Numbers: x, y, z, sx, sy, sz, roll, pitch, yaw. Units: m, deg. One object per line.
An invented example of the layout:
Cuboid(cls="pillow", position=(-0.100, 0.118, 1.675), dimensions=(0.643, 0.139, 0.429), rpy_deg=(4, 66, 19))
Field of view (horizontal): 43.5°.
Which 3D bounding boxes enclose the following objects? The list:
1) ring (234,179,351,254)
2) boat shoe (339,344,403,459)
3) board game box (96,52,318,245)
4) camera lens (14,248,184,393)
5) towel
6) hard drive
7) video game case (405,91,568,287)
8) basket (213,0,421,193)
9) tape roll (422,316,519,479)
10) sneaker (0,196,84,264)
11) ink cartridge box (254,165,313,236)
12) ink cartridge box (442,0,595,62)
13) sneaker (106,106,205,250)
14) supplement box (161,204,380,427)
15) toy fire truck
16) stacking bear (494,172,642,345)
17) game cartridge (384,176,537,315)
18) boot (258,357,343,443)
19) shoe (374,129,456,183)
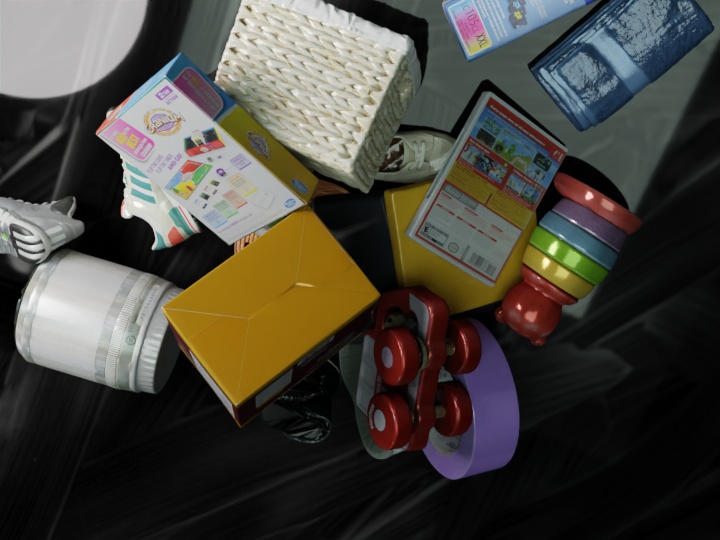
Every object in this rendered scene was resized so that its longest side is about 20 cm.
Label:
Cuboid(cls="ring", position=(-0.071, -0.025, 1.216), dimensions=(0.200, 0.019, 0.201), rpy_deg=(1, 100, 5))
Cuboid(cls="boat shoe", position=(0.025, 0.153, 1.239), dimensions=(0.074, 0.065, 0.202), rpy_deg=(-22, 80, 47))
Cuboid(cls="board game box", position=(-0.167, -0.124, 0.983), dimensions=(0.200, 0.040, 0.153), rpy_deg=(42, 140, -24))
Cuboid(cls="camera lens", position=(-0.347, 0.068, 1.213), dimensions=(0.200, 0.160, 0.160), rpy_deg=(17, 109, 1))
Cuboid(cls="towel", position=(0.315, -0.266, 1.085), dimensions=(0.200, 0.049, 0.112), rpy_deg=(-39, 100, 16))
Cuboid(cls="hard drive", position=(0.000, 0.000, 1.168), dimensions=(0.135, 0.042, 0.201), rpy_deg=(-4, 99, 23))
Cuboid(cls="video game case", position=(0.158, -0.098, 1.111), dimensions=(0.143, 0.017, 0.200), rpy_deg=(30, 89, -26))
Cuboid(cls="basket", position=(-0.052, -0.208, 1.042), dimensions=(0.200, 0.198, 0.161), rpy_deg=(25, 90, 7))
Cuboid(cls="tape roll", position=(0.125, 0.164, 1.165), dimensions=(0.065, 0.200, 0.201), rpy_deg=(-10, 109, -21))
Cuboid(cls="sneaker", position=(-0.446, -0.070, 1.230), dimensions=(0.200, 0.115, 0.075), rpy_deg=(24, 129, 36))
Cuboid(cls="ink cartridge box", position=(-0.150, -0.110, 1.081), dimensions=(0.148, 0.200, 0.076), rpy_deg=(28, 83, -10))
Cuboid(cls="ink cartridge box", position=(0.198, -0.321, 1.034), dimensions=(0.200, 0.136, 0.076), rpy_deg=(-25, 105, 14))
Cuboid(cls="sneaker", position=(-0.293, -0.116, 1.194), dimensions=(0.093, 0.070, 0.200), rpy_deg=(-30, 105, 9))
Cuboid(cls="supplement box", position=(-0.102, 0.059, 1.045), dimensions=(0.197, 0.200, 0.133), rpy_deg=(-37, 81, -15))
Cuboid(cls="toy fire truck", position=(0.049, 0.110, 1.081), dimensions=(0.112, 0.168, 0.200), rpy_deg=(-6, 113, -30))
Cuboid(cls="stacking bear", position=(0.249, -0.005, 1.125), dimensions=(0.121, 0.114, 0.200), rpy_deg=(31, 98, -5))
Cuboid(cls="game cartridge", position=(0.134, -0.038, 1.142), dimensions=(0.200, 0.032, 0.177), rpy_deg=(-15, 108, -19))
Cuboid(cls="boot", position=(-0.112, 0.130, 1.202), dimensions=(0.200, 0.168, 0.076), rpy_deg=(37, 108, -5))
Cuboid(cls="shoe", position=(0.036, -0.143, 1.155), dimensions=(0.199, 0.053, 0.070), rpy_deg=(2, 108, 6))
